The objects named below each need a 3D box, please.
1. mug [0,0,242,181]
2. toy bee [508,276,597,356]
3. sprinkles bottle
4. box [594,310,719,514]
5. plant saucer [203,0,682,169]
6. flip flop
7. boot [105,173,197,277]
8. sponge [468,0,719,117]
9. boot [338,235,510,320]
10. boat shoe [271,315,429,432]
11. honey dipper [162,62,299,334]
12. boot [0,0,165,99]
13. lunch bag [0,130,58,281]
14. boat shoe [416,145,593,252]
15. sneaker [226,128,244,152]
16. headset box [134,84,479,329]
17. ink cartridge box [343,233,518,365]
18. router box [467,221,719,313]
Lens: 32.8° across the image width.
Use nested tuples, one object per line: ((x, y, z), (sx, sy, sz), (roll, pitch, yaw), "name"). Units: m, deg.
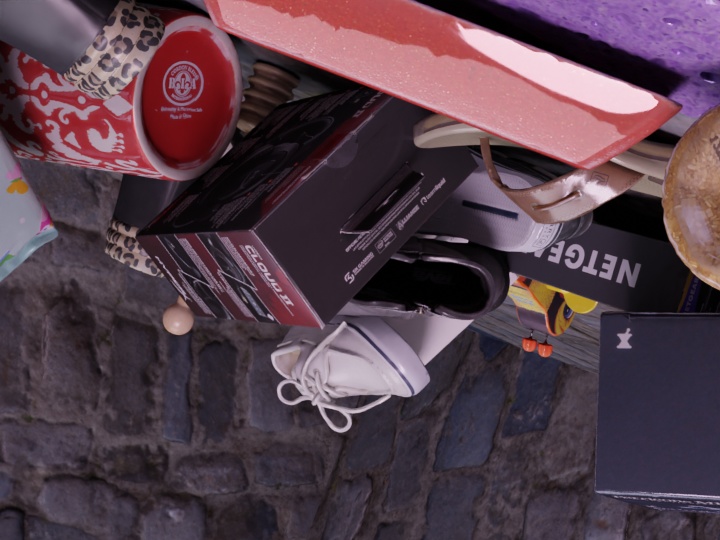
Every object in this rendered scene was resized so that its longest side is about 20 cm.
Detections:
((-0.178, -0.146, 0.853), (0.198, 0.178, 0.134), (14, 137, 33), "mug")
((0.166, 0.017, 1.077), (0.198, 0.110, 0.131), (23, 174, -28), "toy bee")
((0.188, -0.016, 0.468), (0.068, 0.069, 0.199), (18, -174, 40), "sprinkles bottle")
((0.237, 0.095, 0.755), (0.147, 0.109, 0.200), (0, 167, 24), "box")
((0.028, -0.090, 0.537), (0.197, 0.037, 0.200), (21, -172, 3), "plant saucer")
((0.123, -0.048, 0.666), (0.197, 0.058, 0.081), (16, -179, 2), "flip flop")
((-0.178, -0.085, 1.047), (0.073, 0.155, 0.203), (20, -178, -22), "boot")
((0.073, -0.105, 0.414), (0.198, 0.030, 0.111), (23, 177, -19), "sponge")
((0.000, 0.000, 0.825), (0.197, 0.071, 0.132), (-2, -179, 16), "boot")
((-0.023, 0.078, 0.943), (0.075, 0.086, 0.201), (55, 163, -21), "boat shoe")
((-0.096, -0.049, 0.877), (0.038, 0.202, 0.038), (21, 178, 1), "honey dipper")
((-0.208, -0.160, 0.723), (0.153, 0.074, 0.203), (36, 167, -23), "boot")
((-0.310, -0.082, 0.781), (0.199, 0.122, 0.171), (25, 149, 39), "lunch bag")
((0.076, -0.051, 0.855), (0.070, 0.073, 0.199), (5, -164, -40), "boat shoe")
((-0.114, -0.053, 1.143), (0.076, 0.085, 0.201), (24, -144, -34), "sneaker")
((-0.034, -0.043, 0.765), (0.078, 0.149, 0.199), (54, 155, -21), "headset box")
((0.021, -0.011, 1.010), (0.126, 0.128, 0.199), (55, 164, -22), "ink cartridge box")
((0.197, 0.003, 0.873), (0.156, 0.053, 0.199), (14, -175, -40), "router box")
